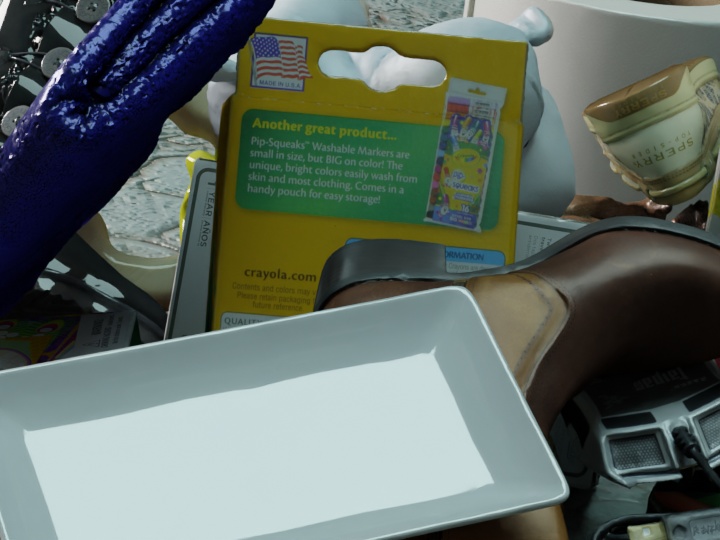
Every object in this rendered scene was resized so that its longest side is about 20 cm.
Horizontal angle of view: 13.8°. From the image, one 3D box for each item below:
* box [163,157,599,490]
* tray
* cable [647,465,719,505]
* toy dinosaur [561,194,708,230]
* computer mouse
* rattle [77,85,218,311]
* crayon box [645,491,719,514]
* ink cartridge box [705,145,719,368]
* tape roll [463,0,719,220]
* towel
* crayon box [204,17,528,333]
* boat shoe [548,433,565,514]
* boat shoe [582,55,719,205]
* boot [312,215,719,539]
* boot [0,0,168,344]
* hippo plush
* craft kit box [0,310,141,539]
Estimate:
[{"bbox_3d":[0.018,0.024,1.315,0.199,0.117,0.060,9,-2,8],"label":"box"},{"bbox_3d":[-0.036,0.066,1.054,0.199,0.022,0.108,-10,50,-18],"label":"tray"},{"bbox_3d":[0.200,0.040,1.289,0.200,0.051,0.163,-38,10,1],"label":"cable"},{"bbox_3d":[0.099,-0.003,1.512,0.135,0.086,0.200,-1,13,-4],"label":"toy dinosaur"},{"bbox_3d":[0.125,0.068,1.191,0.109,0.044,0.200,-17,27,-5],"label":"computer mouse"},{"bbox_3d":[-0.140,-0.022,1.501,0.200,0.131,0.143,-28,6,-8],"label":"rattle"},{"bbox_3d":[0.220,0.136,1.167,0.199,0.051,0.127,4,18,-13],"label":"crayon box"},{"bbox_3d":[0.217,-0.033,1.448,0.083,0.201,0.145,12,18,13],"label":"ink cartridge box"},{"bbox_3d":[0.154,-0.105,1.747,0.202,0.140,0.203,6,18,-2],"label":"tape roll"},{"bbox_3d":[-0.108,-0.054,1.214,0.050,0.200,0.148,38,57,-4],"label":"towel"},{"bbox_3d":[0.000,0.000,1.248,0.125,0.201,0.052,5,-2,-7],"label":"crayon box"},{"bbox_3d":[-0.014,0.093,1.171,0.199,0.069,0.075,-2,22,-25],"label":"boat shoe"},{"bbox_3d":[0.154,-0.066,1.505,0.073,0.063,0.200,-25,0,14],"label":"boat shoe"},{"bbox_3d":[0.071,0.059,1.113,0.188,0.069,0.200,5,35,-4],"label":"boot"},{"bbox_3d":[-0.123,-0.056,1.405,0.164,0.066,0.200,21,58,13],"label":"boot"},{"bbox_3d":[0.022,-0.086,1.409,0.160,0.200,0.160,-7,42,26],"label":"hippo plush"},{"bbox_3d":[-0.187,0.073,1.150,0.197,0.049,0.200,-7,18,1],"label":"craft kit box"}]
